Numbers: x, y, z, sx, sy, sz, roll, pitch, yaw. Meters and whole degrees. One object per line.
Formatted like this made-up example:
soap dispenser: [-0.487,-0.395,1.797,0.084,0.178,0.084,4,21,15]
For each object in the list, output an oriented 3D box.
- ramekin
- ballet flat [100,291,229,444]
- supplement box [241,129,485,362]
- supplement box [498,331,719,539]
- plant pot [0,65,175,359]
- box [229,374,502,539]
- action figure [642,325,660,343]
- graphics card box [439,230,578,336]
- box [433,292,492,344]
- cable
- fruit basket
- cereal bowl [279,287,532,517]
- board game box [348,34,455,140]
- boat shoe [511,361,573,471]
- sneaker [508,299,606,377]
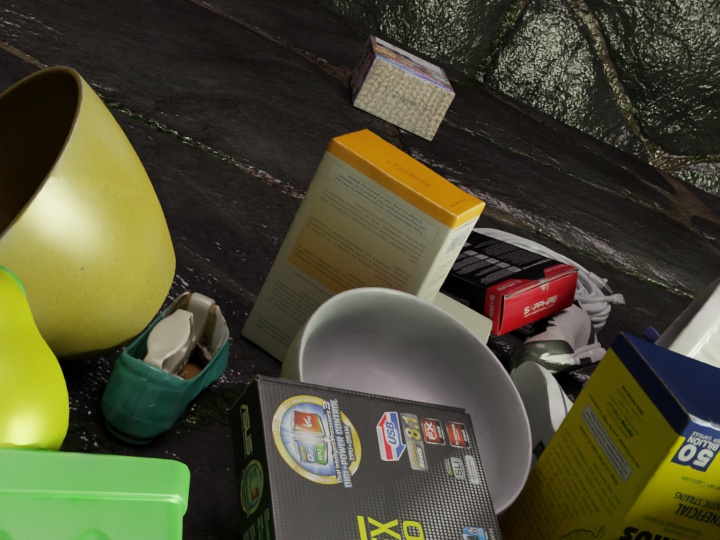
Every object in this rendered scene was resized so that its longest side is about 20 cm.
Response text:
ramekin: [0.342,0.113,1.092,0.105,0.200,0.200,41,22,10]
ballet flat: [-0.131,0.056,0.797,0.067,0.071,0.200,27,20,-1]
supplement box: [0.000,0.000,0.911,0.126,0.200,0.074,34,24,14]
supplement box: [0.194,0.164,0.756,0.109,0.200,0.110,19,22,-21]
plant pot: [-0.212,-0.017,0.744,0.142,0.200,0.200,43,8,-36]
box: [0.011,0.166,0.636,0.160,0.044,0.200,14,46,-28]
action figure: [0.468,0.114,1.383,0.193,0.105,0.200,20,21,-48]
graphics card box: [0.115,0.003,1.153,0.125,0.051,0.200,-18,30,-40]
box: [0.022,0.039,1.037,0.200,0.068,0.082,29,20,4]
cable: [0.210,0.019,1.328,0.200,0.069,0.200,35,22,21]
fruit basket: [-0.186,0.104,0.480,0.215,0.156,0.216,27,33,-19]
cereal bowl: [0.024,0.114,0.794,0.200,0.083,0.200,20,42,-20]
board game box: [0.072,-0.339,1.986,0.159,0.097,0.200,23,20,-12]
boat shoe: [0.183,0.157,0.953,0.066,0.072,0.200,24,21,-23]
sneaker: [0.199,0.074,1.140,0.200,0.074,0.080,-2,73,-64]
